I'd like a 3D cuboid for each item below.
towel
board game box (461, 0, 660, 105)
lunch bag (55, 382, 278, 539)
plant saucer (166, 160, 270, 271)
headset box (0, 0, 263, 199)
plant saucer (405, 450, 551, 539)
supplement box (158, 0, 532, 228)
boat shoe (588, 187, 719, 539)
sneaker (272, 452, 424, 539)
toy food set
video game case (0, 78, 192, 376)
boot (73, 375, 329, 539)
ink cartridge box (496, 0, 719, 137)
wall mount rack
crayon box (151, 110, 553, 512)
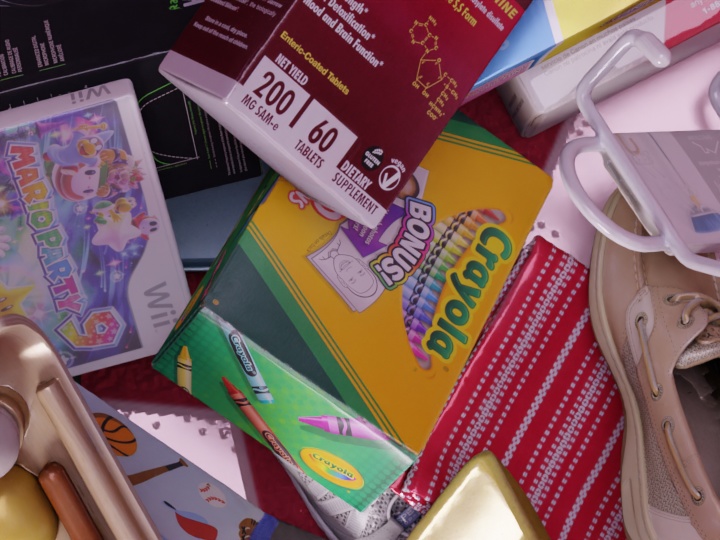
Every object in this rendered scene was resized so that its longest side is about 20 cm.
[{"bbox_3d":[0.125,0.096,1.411,0.200,0.022,0.145,35,77,-18],"label":"towel"},{"bbox_3d":[0.075,-0.177,1.381,0.200,0.040,0.153,-28,85,-4],"label":"board game box"},{"bbox_3d":[-0.164,0.158,1.335,0.170,0.124,0.200,37,117,-2],"label":"lunch bag"},{"bbox_3d":[-0.112,-0.032,1.451,0.199,0.019,0.070,-1,83,-2],"label":"plant saucer"},{"bbox_3d":[-0.163,-0.107,1.379,0.199,0.093,0.174,-14,46,-4],"label":"headset box"},{"bbox_3d":[0.058,0.218,1.338,0.048,0.200,0.200,10,39,-37],"label":"plant saucer"},{"bbox_3d":[0.016,-0.132,1.298,0.109,0.061,0.200,39,82,-38],"label":"supplement box"},{"bbox_3d":[0.153,0.042,1.368,0.072,0.065,0.200,15,58,-29],"label":"boat shoe"},{"bbox_3d":[-0.005,0.084,1.409,0.200,0.082,0.075,41,83,2],"label":"sneaker"},{"bbox_3d":[-0.159,0.130,1.231,0.143,0.060,0.200,-25,101,14],"label":"toy food set"},{"bbox_3d":[-0.182,0.000,1.328,0.199,0.018,0.143,-15,127,-3],"label":"video game case"},{"bbox_3d":[-0.098,0.102,1.408,0.200,0.073,0.182,22,97,7],"label":"boot"},{"bbox_3d":[0.099,-0.187,1.446,0.147,0.086,0.200,-27,84,-5],"label":"ink cartridge box"},{"bbox_3d":[0.189,-0.033,1.372,0.075,0.200,0.174,-46,65,32],"label":"wall mount rack"},{"bbox_3d":[0.000,0.000,1.374,0.119,0.058,0.200,35,46,-7],"label":"crayon box"}]
